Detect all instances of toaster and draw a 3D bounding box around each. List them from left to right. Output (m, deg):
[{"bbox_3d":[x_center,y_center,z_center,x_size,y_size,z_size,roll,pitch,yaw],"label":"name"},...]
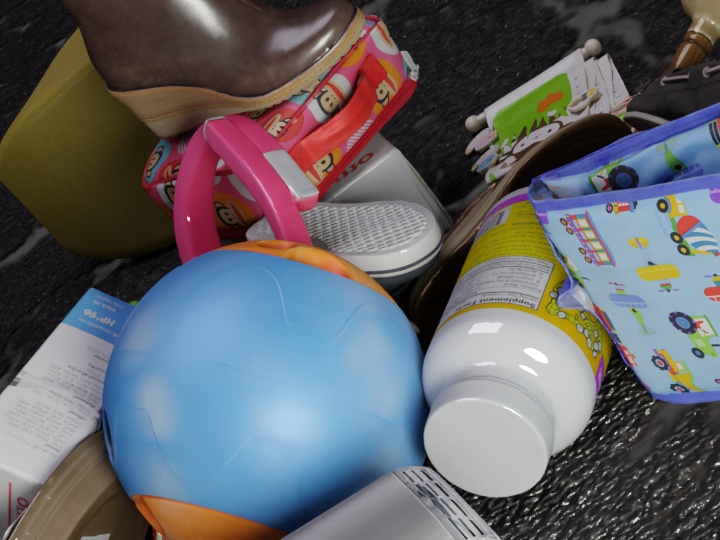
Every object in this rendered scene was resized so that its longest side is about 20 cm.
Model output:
[{"bbox_3d":[0.021,0.185,1.176,0.129,0.114,0.200,-36,20,-6],"label":"toaster"}]

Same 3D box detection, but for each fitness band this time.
[{"bbox_3d":[-0.076,-0.019,1.544,0.037,0.144,0.200,-9,37,-27],"label":"fitness band"}]

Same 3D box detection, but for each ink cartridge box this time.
[{"bbox_3d":[-0.198,0.121,1.456,0.068,0.116,0.200,23,47,14],"label":"ink cartridge box"},{"bbox_3d":[-0.030,-0.046,1.763,0.144,0.085,0.200,-37,23,-2],"label":"ink cartridge box"}]

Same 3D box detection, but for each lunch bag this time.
[{"bbox_3d":[-0.052,-0.109,1.699,0.176,0.082,0.200,-5,38,50],"label":"lunch bag"},{"bbox_3d":[0.189,-0.002,1.248,0.200,0.151,0.094,-16,29,41],"label":"lunch bag"}]

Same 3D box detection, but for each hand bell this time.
[{"bbox_3d":[0.233,-0.155,1.611,0.200,0.104,0.104,-56,27,-16],"label":"hand bell"}]

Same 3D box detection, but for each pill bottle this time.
[{"bbox_3d":[0.098,0.043,1.360,0.104,0.104,0.200,-22,26,33],"label":"pill bottle"}]

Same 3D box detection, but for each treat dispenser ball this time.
[{"bbox_3d":[-0.056,0.082,1.381,0.200,0.201,0.201,-31,22,14],"label":"treat dispenser ball"}]

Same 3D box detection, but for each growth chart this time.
[{"bbox_3d":[0.145,-0.113,1.727,0.144,0.018,0.200,-35,21,6],"label":"growth chart"}]

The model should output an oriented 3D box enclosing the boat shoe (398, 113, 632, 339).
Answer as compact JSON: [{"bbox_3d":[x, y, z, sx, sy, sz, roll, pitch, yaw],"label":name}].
[{"bbox_3d":[0.103,-0.034,1.559,0.200,0.072,0.072,-47,21,-5],"label":"boat shoe"}]

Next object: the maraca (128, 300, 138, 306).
[{"bbox_3d":[-0.183,0.102,1.645,0.137,0.107,0.200,-50,27,17],"label":"maraca"}]

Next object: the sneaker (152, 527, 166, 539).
[{"bbox_3d":[-0.093,0.117,1.546,0.077,0.073,0.201,14,56,8],"label":"sneaker"}]

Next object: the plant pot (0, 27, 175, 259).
[{"bbox_3d":[-0.218,-0.124,2.079,0.200,0.194,0.196,-32,21,28],"label":"plant pot"}]

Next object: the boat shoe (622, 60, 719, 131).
[{"bbox_3d":[0.230,-0.107,1.479,0.057,0.067,0.200,-62,14,-2],"label":"boat shoe"}]

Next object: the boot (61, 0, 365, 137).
[{"bbox_3d":[-0.115,-0.192,1.638,0.199,0.167,0.072,-22,29,20],"label":"boot"}]

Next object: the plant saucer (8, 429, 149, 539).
[{"bbox_3d":[-0.185,0.195,1.429,0.029,0.200,0.200,24,51,15],"label":"plant saucer"}]

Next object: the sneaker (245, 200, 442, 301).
[{"bbox_3d":[0.000,0.000,1.545,0.078,0.080,0.200,-31,19,-24],"label":"sneaker"}]
